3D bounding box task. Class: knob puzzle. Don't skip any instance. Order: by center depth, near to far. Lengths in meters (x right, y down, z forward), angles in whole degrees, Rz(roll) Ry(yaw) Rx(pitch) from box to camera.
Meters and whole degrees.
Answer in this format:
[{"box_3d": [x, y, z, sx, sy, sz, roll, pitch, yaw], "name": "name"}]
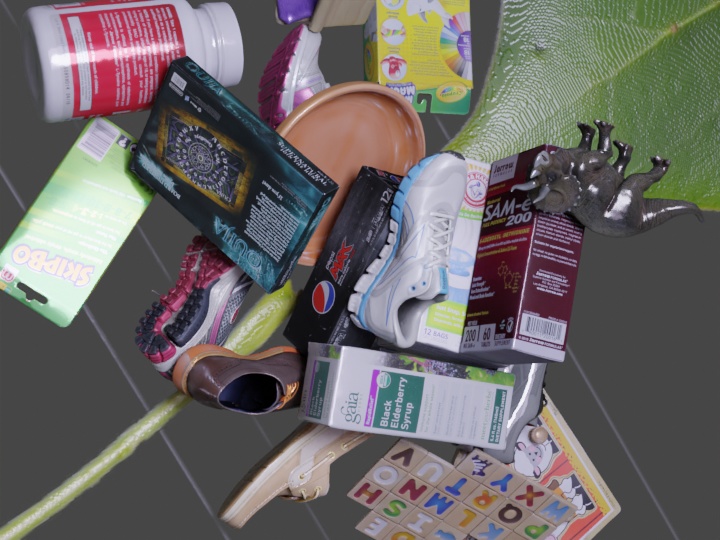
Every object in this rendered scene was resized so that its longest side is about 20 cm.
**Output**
[{"box_3d": [0.176, 0.253, 1.441, 0.220, 0.030, 0.220, 2, 84, -21], "name": "knob puzzle"}]

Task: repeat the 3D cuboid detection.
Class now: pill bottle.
[{"box_3d": [-0.223, -0.212, 1.289, 0.200, 0.112, 0.112, -11, 88, -22], "name": "pill bottle"}]

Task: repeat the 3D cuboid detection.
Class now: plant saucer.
[{"box_3d": [-0.025, -0.099, 1.315, 0.200, 0.037, 0.200, -20, 129, -27], "name": "plant saucer"}]

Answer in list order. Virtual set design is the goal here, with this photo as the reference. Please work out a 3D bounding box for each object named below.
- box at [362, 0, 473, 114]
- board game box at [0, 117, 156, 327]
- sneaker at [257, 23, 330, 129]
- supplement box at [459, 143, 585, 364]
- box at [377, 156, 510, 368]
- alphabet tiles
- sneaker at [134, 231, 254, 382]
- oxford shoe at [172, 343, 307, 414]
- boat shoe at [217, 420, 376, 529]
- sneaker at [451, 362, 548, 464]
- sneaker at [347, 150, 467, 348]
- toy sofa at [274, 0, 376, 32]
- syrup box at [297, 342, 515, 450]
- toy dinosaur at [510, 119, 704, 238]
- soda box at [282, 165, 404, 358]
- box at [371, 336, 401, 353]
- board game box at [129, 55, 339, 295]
[{"box_3d": [0.062, -0.269, 1.442, 0.117, 0.048, 0.200, 1, 82, -22], "name": "box"}, {"box_3d": [-0.278, -0.049, 1.297, 0.096, 0.030, 0.200, 35, 71, -14], "name": "board game box"}, {"box_3d": [-0.056, -0.156, 1.372, 0.088, 0.081, 0.200, 6, 89, -25], "name": "sneaker"}, {"box_3d": [0.161, -0.013, 1.269, 0.061, 0.109, 0.200, 15, 78, -21], "name": "supplement box"}, {"box_3d": [0.103, -0.008, 1.359, 0.112, 0.101, 0.200, 16, 79, -20], "name": "box"}, {"box_3d": [0.095, 0.248, 1.358, 0.200, 0.167, 0.008, 31, 32, -16], "name": "alphabet tiles"}, {"box_3d": [-0.149, 0.024, 1.322, 0.200, 0.081, 0.075, -54, 138, -24], "name": "sneaker"}, {"box_3d": [-0.089, 0.119, 1.300, 0.200, 0.073, 0.071, 5, 108, -45], "name": "oxford shoe"}, {"box_3d": [-0.055, 0.200, 1.333, 0.200, 0.074, 0.069, -41, 94, -21], "name": "boat shoe"}, {"box_3d": [0.173, 0.119, 1.427, 0.079, 0.074, 0.200, 32, 77, -7], "name": "sneaker"}, {"box_3d": [0.065, -0.015, 1.254, 0.075, 0.087, 0.200, 7, 112, -41], "name": "sneaker"}, {"box_3d": [-0.054, -0.350, 1.351, 0.098, 0.083, 0.200, -7, 66, -23], "name": "toy sofa"}, {"box_3d": [0.045, 0.124, 1.297, 0.200, 0.081, 0.079, 11, 85, -27], "name": "syrup box"}, {"box_3d": [0.225, -0.076, 1.216, 0.200, 0.077, 0.102, 27, 87, -26], "name": "toy dinosaur"}, {"box_3d": [0.000, 0.000, 1.325, 0.063, 0.071, 0.200, 12, 110, -43], "name": "soda box"}, {"box_3d": [0.073, -0.011, 1.424, 0.137, 0.038, 0.200, 1, 84, -21], "name": "box"}, {"box_3d": [-0.125, -0.090, 1.244, 0.200, 0.135, 0.028, 42, 38, 14], "name": "board game box"}]
